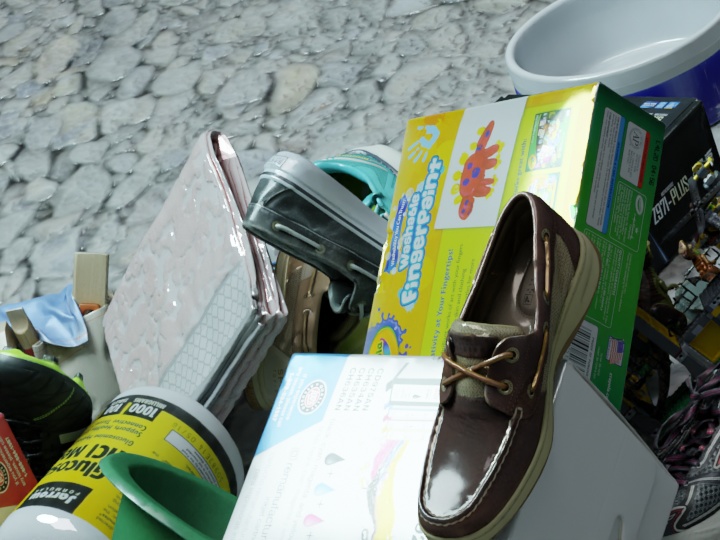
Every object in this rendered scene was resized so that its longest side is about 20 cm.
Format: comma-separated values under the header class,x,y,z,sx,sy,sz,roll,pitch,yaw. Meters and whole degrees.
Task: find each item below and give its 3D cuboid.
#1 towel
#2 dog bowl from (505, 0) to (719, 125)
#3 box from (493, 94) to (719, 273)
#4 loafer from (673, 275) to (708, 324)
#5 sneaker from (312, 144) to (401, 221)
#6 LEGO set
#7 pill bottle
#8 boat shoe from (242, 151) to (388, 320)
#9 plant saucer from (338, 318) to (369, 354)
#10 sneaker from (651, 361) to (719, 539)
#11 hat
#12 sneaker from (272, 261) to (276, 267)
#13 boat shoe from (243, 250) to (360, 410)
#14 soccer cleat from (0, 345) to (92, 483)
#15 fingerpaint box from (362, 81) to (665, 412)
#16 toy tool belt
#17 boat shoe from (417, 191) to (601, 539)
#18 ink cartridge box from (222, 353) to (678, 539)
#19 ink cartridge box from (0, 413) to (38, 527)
class,x,y,z,sx,sy,sz,roll,pitch,yaw
towel,-0.125,0.032,1.689,0.032,0.200,0.191,11,39,-29
dog bowl,0.225,-0.174,1.963,0.199,0.079,0.200,-17,26,9
box,0.148,-0.055,1.786,0.200,0.086,0.164,6,38,44
loafer,0.277,0.024,1.558,0.072,0.063,0.200,-33,28,-22
sneaker,0.034,-0.030,1.718,0.079,0.078,0.200,-5,26,-46
LEGO set,0.185,0.001,1.521,0.200,0.116,0.154,-48,15,23
pill bottle,-0.169,0.175,1.558,0.112,0.113,0.200,-3,31,34
boat shoe,0.000,0.000,1.638,0.071,0.200,0.072,-58,17,-11
plant saucer,0.038,0.067,1.701,0.199,0.031,0.200,-17,27,9
sneaker,0.212,0.103,1.444,0.080,0.075,0.200,10,41,47
hat,-0.131,0.228,1.461,0.165,0.177,0.200,31,5,18
sneaker,-0.075,0.019,1.812,0.200,0.090,0.078,-31,27,-19
boat shoe,-0.028,0.029,1.721,0.064,0.071,0.200,-4,39,21
soccer cleat,-0.218,0.121,1.627,0.067,0.200,0.081,10,62,14
fingerpaint box,0.092,-0.001,1.461,0.166,0.073,0.201,-9,64,45
toy tool belt,-0.269,0.061,1.845,0.199,0.123,0.125,-19,26,7
boat shoe,0.068,0.049,1.261,0.072,0.072,0.201,5,61,39
ink cartridge box,0.052,0.144,1.360,0.199,0.145,0.148,0,58,37
ink cartridge box,-0.291,0.208,1.553,0.083,0.145,0.200,-4,30,35
